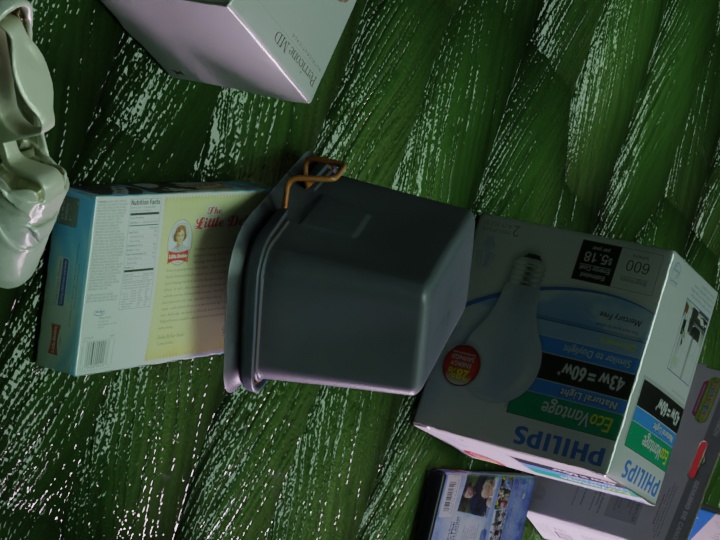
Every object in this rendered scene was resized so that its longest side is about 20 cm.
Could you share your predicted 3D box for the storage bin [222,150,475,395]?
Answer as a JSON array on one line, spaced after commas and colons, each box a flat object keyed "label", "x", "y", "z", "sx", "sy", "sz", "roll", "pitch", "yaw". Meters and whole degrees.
[{"label": "storage bin", "x": 0.000, "y": 0.000, "z": 1.284, "sx": 0.200, "sy": 0.134, "sz": 0.146, "roll": -56, "pitch": 154, "yaw": -63}]

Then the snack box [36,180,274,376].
[{"label": "snack box", "x": -0.131, "y": 0.001, "z": 1.225, "sx": 0.200, "sy": 0.037, "sz": 0.117, "roll": -6, "pitch": 106, "yaw": -58}]

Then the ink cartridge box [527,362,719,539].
[{"label": "ink cartridge box", "x": 0.283, "y": 0.187, "z": 1.827, "sx": 0.201, "sy": 0.175, "sz": 0.084, "roll": -64, "pitch": 146, "yaw": -18}]

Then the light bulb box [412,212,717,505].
[{"label": "light bulb box", "x": 0.180, "y": 0.077, "z": 1.599, "sx": 0.125, "sy": 0.197, "sz": 0.201, "roll": 32, "pitch": 73, "yaw": -55}]

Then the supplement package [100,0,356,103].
[{"label": "supplement package", "x": -0.064, "y": -0.228, "z": 1.167, "sx": 0.121, "sy": 0.119, "sz": 0.201, "roll": 46, "pitch": 63, "yaw": -55}]

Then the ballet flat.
[{"label": "ballet flat", "x": -0.202, "y": -0.073, "z": 1.057, "sx": 0.069, "sy": 0.069, "sz": 0.201, "roll": -39, "pitch": 133, "yaw": -45}]

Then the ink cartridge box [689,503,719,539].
[{"label": "ink cartridge box", "x": 0.401, "y": 0.379, "z": 2.148, "sx": 0.067, "sy": 0.116, "sz": 0.201, "roll": 11, "pitch": 93, "yaw": -59}]

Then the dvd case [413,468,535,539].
[{"label": "dvd case", "x": 0.100, "y": 0.258, "z": 1.713, "sx": 0.200, "sy": 0.017, "sz": 0.144, "roll": 13, "pitch": 91, "yaw": -60}]
